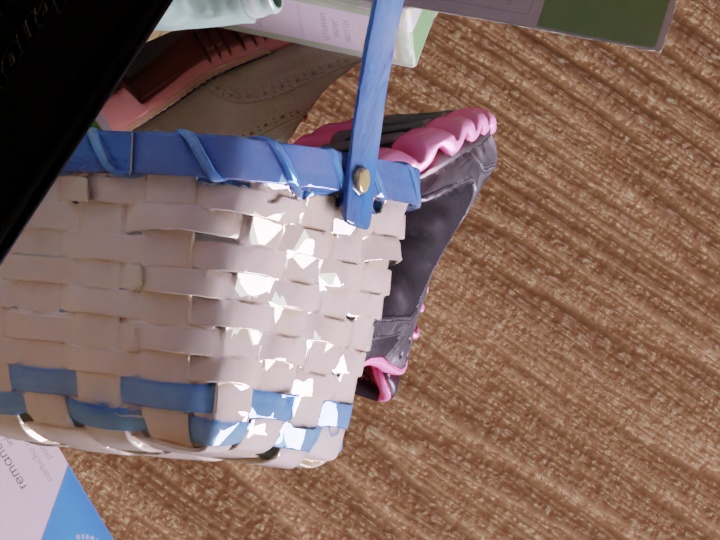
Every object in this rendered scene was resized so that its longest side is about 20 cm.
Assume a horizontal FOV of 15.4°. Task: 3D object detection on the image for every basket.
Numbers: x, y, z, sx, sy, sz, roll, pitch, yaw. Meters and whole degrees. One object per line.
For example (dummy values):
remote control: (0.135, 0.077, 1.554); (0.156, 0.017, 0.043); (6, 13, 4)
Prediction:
basket: (-0.070, -0.039, 0.892); (0.139, 0.175, 0.202); (1, 95, -58)

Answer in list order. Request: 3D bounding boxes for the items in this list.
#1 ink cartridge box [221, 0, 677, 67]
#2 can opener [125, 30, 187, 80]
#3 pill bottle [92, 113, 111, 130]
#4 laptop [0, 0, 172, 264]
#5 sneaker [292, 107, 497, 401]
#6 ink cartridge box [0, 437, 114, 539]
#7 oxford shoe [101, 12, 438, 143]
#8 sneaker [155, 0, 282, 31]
ink cartridge box: (0.040, -0.149, 1.060); (0.048, 0.199, 0.146); (83, 23, -59)
can opener: (-0.128, -0.064, 1.164); (0.199, 0.054, 0.067); (-25, -150, -6)
pill bottle: (-0.168, 0.001, 0.993); (0.111, 0.111, 0.200); (-53, -177, 28)
laptop: (-0.100, -0.061, 0.599); (0.188, 0.116, 0.200); (-52, -177, 29)
sneaker: (0.000, 0.000, 1.048); (0.079, 0.096, 0.200); (-5, -158, 34)
ink cartridge box: (-0.192, 0.132, 1.016); (0.200, 0.116, 0.068); (-36, -174, -42)
oxford shoe: (-0.050, -0.069, 1.111); (0.199, 0.074, 0.071); (-25, -160, 5)
sneaker: (-0.092, -0.077, 0.802); (0.201, 0.118, 0.074); (-62, 146, -20)
